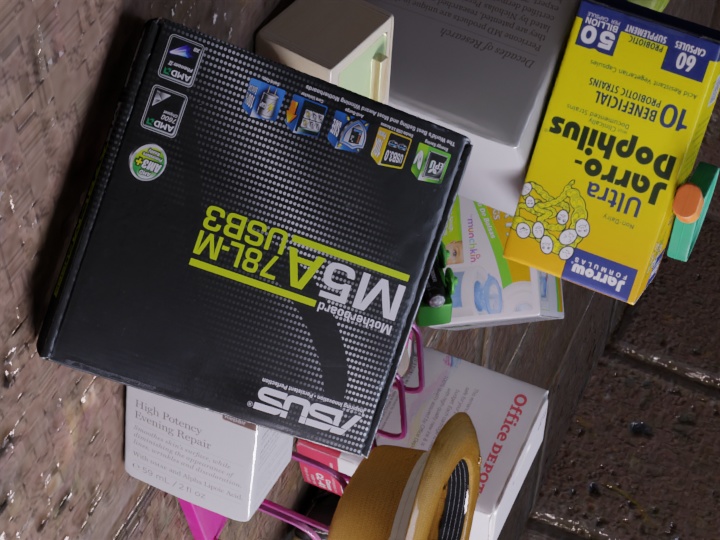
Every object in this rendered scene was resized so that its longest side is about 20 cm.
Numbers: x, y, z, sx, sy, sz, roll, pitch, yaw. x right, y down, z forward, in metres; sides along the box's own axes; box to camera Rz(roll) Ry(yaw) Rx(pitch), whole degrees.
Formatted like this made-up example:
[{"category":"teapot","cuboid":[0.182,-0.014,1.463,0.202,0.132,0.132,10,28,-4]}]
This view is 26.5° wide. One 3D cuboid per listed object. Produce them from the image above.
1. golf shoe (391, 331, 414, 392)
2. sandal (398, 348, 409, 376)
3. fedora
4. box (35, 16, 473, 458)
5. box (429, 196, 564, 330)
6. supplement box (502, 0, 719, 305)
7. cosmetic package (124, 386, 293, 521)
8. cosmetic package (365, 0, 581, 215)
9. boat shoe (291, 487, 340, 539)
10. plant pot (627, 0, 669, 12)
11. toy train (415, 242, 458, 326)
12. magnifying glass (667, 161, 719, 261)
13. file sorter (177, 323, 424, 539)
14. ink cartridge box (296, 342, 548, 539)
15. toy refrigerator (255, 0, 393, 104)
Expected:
[{"category":"golf shoe","cuboid":[0.019,0.034,1.415,0.093,0.072,0.201,68,35,-40]},{"category":"sandal","cuboid":[-0.006,0.001,1.300,0.070,0.077,0.213,-106,-179,-50]},{"category":"fedora","cuboid":[0.027,0.197,1.135,0.200,0.081,0.203,15,90,-71]},{"category":"box","cuboid":[-0.058,-0.015,0.855,0.195,0.198,0.047,-71,-162,-1]},{"category":"box","cuboid":[0.119,-0.051,1.417,0.101,0.111,0.203,9,75,-69]},{"category":"supplement box","cuboid":[0.194,-0.094,1.145,0.109,0.108,0.202,-30,137,-68]},{"category":"cosmetic package","cuboid":[-0.093,0.055,0.979,0.074,0.101,0.202,-54,157,-48]},{"category":"cosmetic package","cuboid":[0.094,-0.179,1.209,0.202,0.165,0.168,-65,164,-12]},{"category":"boat shoe","cuboid":[-0.017,0.225,1.524,0.200,0.072,0.066,-35,131,-70]},{"category":"plant pot","cuboid":[0.195,-0.277,1.398,0.199,0.198,0.183,-54,164,-46]},{"category":"toy train","cuboid":[0.044,-0.036,1.277,0.057,0.041,0.201,91,-10,-46]},{"category":"magnifying glass","cuboid":[0.253,-0.047,1.162,0.200,0.022,0.080,5,105,-75]},{"category":"file sorter","cuboid":[-0.040,0.127,1.200,0.139,0.124,0.201,83,31,-58]},{"category":"ink cartridge box","cuboid":[0.059,0.157,1.437,0.148,0.198,0.086,-59,161,-32]},{"category":"toy refrigerator","cuboid":[-0.024,-0.091,1.071,0.076,0.070,0.201,-45,152,-37]}]
